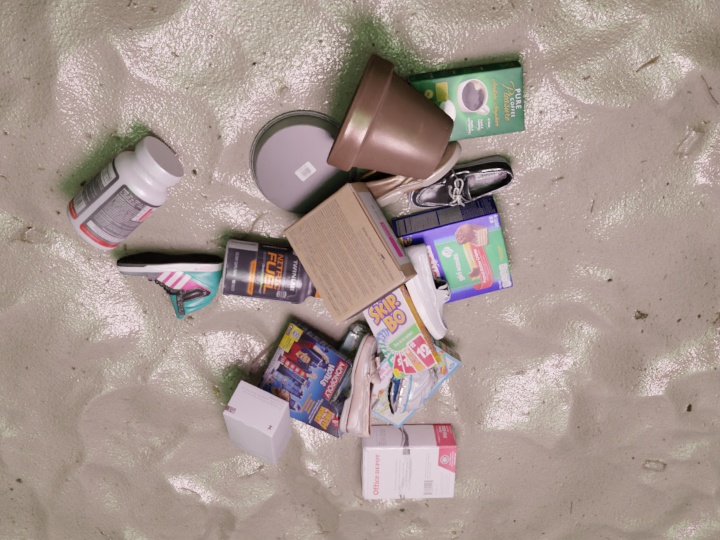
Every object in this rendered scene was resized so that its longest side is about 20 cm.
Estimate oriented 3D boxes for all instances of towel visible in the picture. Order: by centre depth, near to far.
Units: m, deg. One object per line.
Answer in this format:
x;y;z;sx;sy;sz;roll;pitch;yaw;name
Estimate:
0.021;0.214;1.891;0.170;0.048;0.201;21;115;-13;towel

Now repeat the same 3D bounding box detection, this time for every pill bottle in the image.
-0.417;-0.139;1.641;0.200;0.116;0.116;-38;114;17;pill bottle
-0.158;0.005;1.737;0.199;0.106;0.107;7;118;-7;pill bottle

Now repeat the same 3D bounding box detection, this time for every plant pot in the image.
0.057;-0.238;1.553;0.174;0.200;0.201;23;115;-7;plant pot

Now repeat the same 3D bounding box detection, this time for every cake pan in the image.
-0.103;-0.189;1.674;0.199;0.037;0.201;-1;118;-3;cake pan

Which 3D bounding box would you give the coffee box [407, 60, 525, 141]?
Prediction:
0.189;-0.295;1.627;0.199;0.044;0.124;-9;118;3;coffee box

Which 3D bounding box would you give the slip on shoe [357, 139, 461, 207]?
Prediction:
0.087;-0.186;1.665;0.199;0.076;0.061;-26;128;19;slip on shoe

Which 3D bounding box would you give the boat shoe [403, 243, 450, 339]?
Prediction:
0.131;0.037;1.709;0.068;0.072;0.201;-20;110;11;boat shoe

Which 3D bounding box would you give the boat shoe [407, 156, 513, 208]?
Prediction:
0.184;-0.152;1.690;0.198;0.068;0.074;-11;118;4;boat shoe

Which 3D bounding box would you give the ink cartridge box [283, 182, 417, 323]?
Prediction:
-0.018;-0.032;1.649;0.164;0.075;0.201;-33;83;24;ink cartridge box

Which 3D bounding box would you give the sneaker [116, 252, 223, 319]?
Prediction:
-0.363;0.031;1.758;0.199;0.084;0.122;2;109;-5;sneaker

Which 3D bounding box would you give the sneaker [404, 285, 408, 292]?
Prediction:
0.000;0.000;1.764;0.115;0.075;0.201;-27;94;50;sneaker

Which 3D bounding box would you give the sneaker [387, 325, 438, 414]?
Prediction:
0.114;0.191;1.791;0.086;0.075;0.201;1;122;-20;sneaker

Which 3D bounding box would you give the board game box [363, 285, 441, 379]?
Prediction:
0.065;0.098;1.702;0.095;0.030;0.201;-23;95;31;board game box

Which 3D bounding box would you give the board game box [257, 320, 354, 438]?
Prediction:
-0.090;0.230;1.840;0.199;0.062;0.201;34;114;10;board game box

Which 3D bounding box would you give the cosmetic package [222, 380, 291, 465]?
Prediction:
-0.203;0.308;1.842;0.112;0.081;0.200;24;152;8;cosmetic package

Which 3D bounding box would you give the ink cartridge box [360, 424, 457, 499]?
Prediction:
0.100;0.412;1.980;0.199;0.085;0.146;-1;118;-4;ink cartridge box

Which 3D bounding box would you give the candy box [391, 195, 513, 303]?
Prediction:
0.175;-0.031;1.749;0.199;0.077;0.170;-14;120;6;candy box

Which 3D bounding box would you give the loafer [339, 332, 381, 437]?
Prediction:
0.014;0.225;1.789;0.063;0.072;0.201;16;94;20;loafer

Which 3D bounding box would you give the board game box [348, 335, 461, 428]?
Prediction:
0.088;0.212;1.851;0.134;0.034;0.200;34;111;-21;board game box
